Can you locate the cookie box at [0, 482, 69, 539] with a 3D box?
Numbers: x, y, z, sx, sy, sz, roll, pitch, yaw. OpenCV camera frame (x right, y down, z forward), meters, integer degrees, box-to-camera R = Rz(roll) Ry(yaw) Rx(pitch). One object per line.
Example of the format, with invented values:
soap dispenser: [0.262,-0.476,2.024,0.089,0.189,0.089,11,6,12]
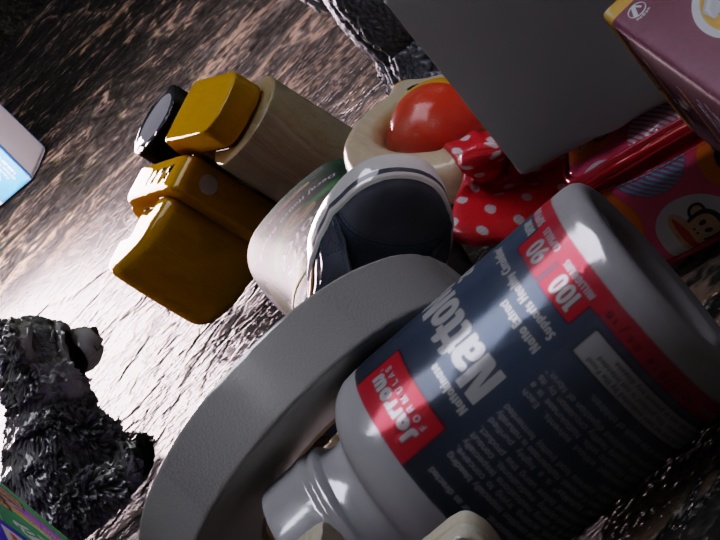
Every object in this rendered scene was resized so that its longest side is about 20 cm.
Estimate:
cookie box: [-0.174,0.180,1.318,0.075,0.171,0.200,-48,17,-2]

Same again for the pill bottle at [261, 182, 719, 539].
pill bottle: [0.059,0.068,1.120,0.200,0.120,0.120,-42,16,11]

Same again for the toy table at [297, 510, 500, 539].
toy table: [0.014,0.179,0.961,0.200,0.117,0.184,-43,16,9]

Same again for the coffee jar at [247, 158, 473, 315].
coffee jar: [0.000,0.000,1.488,0.104,0.085,0.200,-45,17,-1]

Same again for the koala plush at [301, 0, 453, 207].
koala plush: [0.045,-0.155,1.555,0.184,0.200,0.177,-50,18,-18]

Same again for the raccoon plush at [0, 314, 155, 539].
raccoon plush: [-0.221,0.121,1.633,0.097,0.134,0.200,-20,29,52]

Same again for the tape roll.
tape roll: [-0.018,0.080,1.217,0.203,0.037,0.203,-37,-25,-21]

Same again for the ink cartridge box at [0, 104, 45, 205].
ink cartridge box: [-0.464,-0.107,2.760,0.200,0.146,0.086,-38,19,21]

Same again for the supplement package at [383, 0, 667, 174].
supplement package: [0.114,-0.167,1.278,0.121,0.120,0.200,-27,24,33]

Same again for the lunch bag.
lunch bag: [0.197,-0.102,1.287,0.176,0.082,0.200,-29,22,30]

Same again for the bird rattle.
bird rattle: [0.069,-0.069,1.410,0.162,0.113,0.200,-7,37,26]

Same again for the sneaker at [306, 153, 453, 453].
sneaker: [0.005,0.036,1.326,0.080,0.078,0.200,-107,26,-46]

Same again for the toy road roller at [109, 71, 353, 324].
toy road roller: [-0.092,-0.044,1.774,0.200,0.123,0.146,-10,52,64]

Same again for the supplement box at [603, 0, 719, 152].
supplement box: [0.208,-0.085,1.088,0.110,0.086,0.200,-44,36,0]
